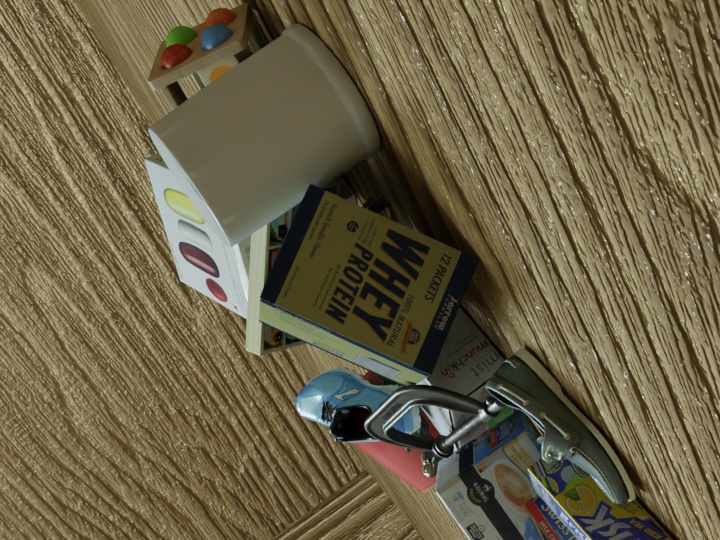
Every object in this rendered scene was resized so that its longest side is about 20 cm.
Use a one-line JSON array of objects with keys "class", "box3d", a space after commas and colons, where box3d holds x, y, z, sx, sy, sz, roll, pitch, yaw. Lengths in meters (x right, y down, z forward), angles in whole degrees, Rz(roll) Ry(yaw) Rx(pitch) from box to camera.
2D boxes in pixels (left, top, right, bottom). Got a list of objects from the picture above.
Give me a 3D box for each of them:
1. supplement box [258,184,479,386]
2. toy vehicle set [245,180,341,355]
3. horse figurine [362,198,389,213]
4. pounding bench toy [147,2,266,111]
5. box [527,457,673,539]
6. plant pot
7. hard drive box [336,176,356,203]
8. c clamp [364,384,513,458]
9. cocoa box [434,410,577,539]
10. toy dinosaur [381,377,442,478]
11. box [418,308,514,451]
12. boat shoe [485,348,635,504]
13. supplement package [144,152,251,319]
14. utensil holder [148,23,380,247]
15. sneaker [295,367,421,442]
[{"class": "supplement box", "box3d": [0.003, 0.024, 1.425, 0.199, 0.135, 0.200, 24, 170, -1]}, {"class": "toy vehicle set", "box3d": [-0.080, -0.006, 1.558, 0.026, 0.124, 0.201, 17, 110, 39]}, {"class": "horse figurine", "box3d": [0.000, 0.000, 1.601, 0.050, 0.133, 0.200, 18, 139, 18]}, {"class": "pounding bench toy", "box3d": [-0.165, -0.243, 1.581, 0.200, 0.124, 0.156, -91, -24, -59]}, {"class": "box", "box3d": [0.270, 0.274, 1.395, 0.200, 0.070, 0.064, 48, 171, 36]}, {"class": "plant pot", "box3d": [0.075, 0.204, 1.847, 0.177, 0.200, 0.200, 44, 171, 2]}, {"class": "hard drive box", "box3d": [-0.090, -0.126, 1.790, 0.200, 0.077, 0.156, 52, 171, 18]}, {"class": "c clamp", "box3d": [0.101, 0.178, 1.500, 0.170, 0.027, 0.200, 18, 150, -19]}, {"class": "cocoa box", "box3d": [0.199, 0.290, 1.550, 0.200, 0.131, 0.133, 55, -172, -1]}, {"class": "toy dinosaur", "box3d": [0.043, 0.186, 1.717, 0.200, 0.047, 0.088, 58, 143, 6]}, {"class": "box", "box3d": [0.102, 0.120, 1.627, 0.177, 0.097, 0.200, 50, 170, 27]}, {"class": "boat shoe", "box3d": [0.210, 0.175, 1.370, 0.200, 0.062, 0.073, 51, 170, 22]}, {"class": "supplement package", "box3d": [-0.145, -0.067, 1.651, 0.200, 0.147, 0.192, 24, 136, 49]}, {"class": "utensil holder", "box3d": [-0.105, -0.143, 1.415, 0.170, 0.200, 0.170, 52, 171, 11]}, {"class": "sneaker", "box3d": [-0.019, 0.179, 1.680, 0.200, 0.090, 0.079, 2, 108, 46]}]
